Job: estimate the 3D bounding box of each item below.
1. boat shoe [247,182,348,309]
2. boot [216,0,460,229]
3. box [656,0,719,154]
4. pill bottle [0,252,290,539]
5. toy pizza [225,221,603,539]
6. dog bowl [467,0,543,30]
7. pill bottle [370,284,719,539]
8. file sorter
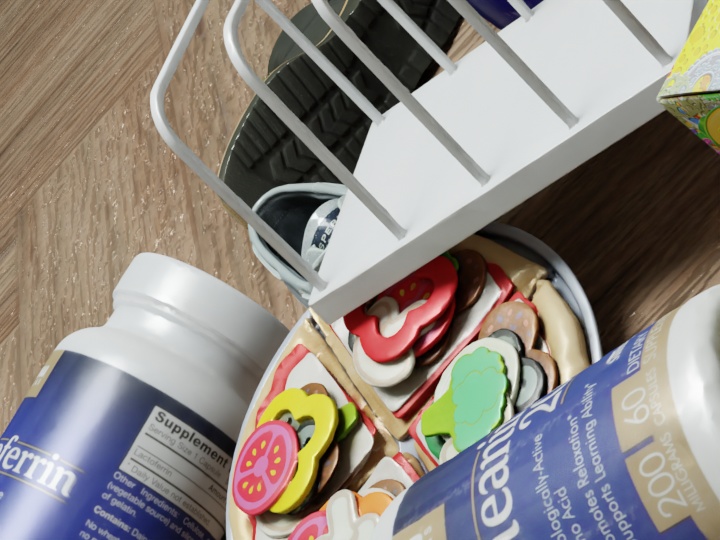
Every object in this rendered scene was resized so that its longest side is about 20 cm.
[{"bbox_3d":[0.000,-0.001,1.031,0.070,0.071,0.201,-55,26,-7],"label":"boat shoe"},{"bbox_3d":[-0.032,-0.088,1.221,0.200,0.077,0.138,-51,16,-28],"label":"boot"},{"bbox_3d":[0.221,-0.075,0.590,0.200,0.193,0.122,-59,25,-15],"label":"box"},{"bbox_3d":[-0.115,0.099,1.054,0.116,0.116,0.200,-2,55,60],"label":"pill bottle"},{"bbox_3d":[0.012,0.067,0.906,0.200,0.032,0.200,-25,50,33],"label":"toy pizza"},{"bbox_3d":[0.106,-0.221,1.130,0.200,0.079,0.200,-41,27,25],"label":"dog bowl"},{"bbox_3d":[0.073,0.098,0.723,0.200,0.111,0.111,-37,29,32],"label":"pill bottle"},{"bbox_3d":[0.029,-0.103,0.904,0.200,0.125,0.139,-34,23,33],"label":"file sorter"}]
